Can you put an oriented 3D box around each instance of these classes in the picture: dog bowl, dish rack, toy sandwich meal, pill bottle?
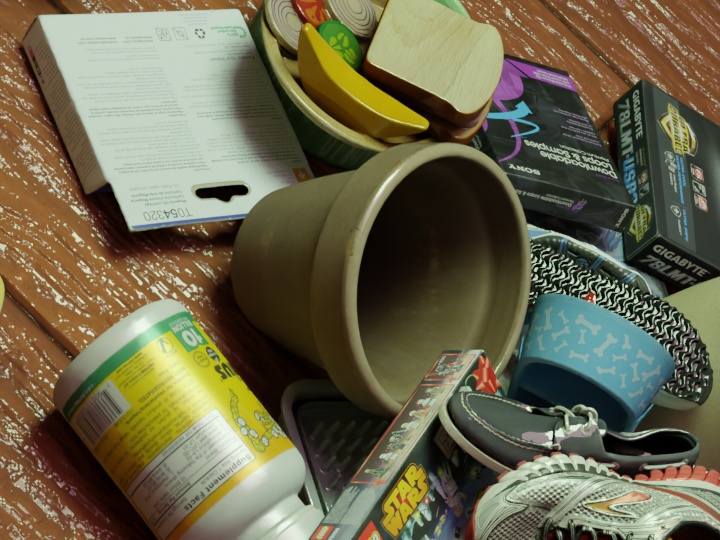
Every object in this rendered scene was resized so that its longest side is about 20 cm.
[{"bbox_3d":[0.161,0.082,1.482,0.111,0.200,0.050,28,71,7],"label":"dog bowl"},{"bbox_3d":[0.024,0.175,1.493,0.170,0.044,0.201,2,56,-35],"label":"dish rack"},{"bbox_3d":[0.018,-0.173,1.603,0.204,0.070,0.207,19,48,-23],"label":"toy sandwich meal"},{"bbox_3d":[-0.108,0.128,1.380,0.200,0.113,0.112,51,43,10],"label":"pill bottle"}]

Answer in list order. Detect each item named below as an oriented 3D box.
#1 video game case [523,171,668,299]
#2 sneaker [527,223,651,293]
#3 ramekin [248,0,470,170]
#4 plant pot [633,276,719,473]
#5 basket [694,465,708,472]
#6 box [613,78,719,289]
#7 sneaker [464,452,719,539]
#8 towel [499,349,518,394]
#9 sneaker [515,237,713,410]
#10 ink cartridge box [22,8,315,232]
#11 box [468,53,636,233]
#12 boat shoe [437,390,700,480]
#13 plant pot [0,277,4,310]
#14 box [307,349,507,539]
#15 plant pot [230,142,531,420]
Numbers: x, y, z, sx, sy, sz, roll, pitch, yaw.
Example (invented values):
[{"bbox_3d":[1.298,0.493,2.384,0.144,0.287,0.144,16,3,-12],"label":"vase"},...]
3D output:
[{"bbox_3d":[0.177,-0.022,1.780,0.198,0.026,0.182,9,52,-32],"label":"video game case"},{"bbox_3d":[0.145,-0.007,1.644,0.198,0.076,0.077,19,24,20],"label":"sneaker"},{"bbox_3d":[-0.003,-0.181,1.721,0.199,0.098,0.201,20,46,-23],"label":"ramekin"},{"bbox_3d":[0.274,0.090,1.633,0.186,0.200,0.189,19,47,-22],"label":"plant pot"},{"bbox_3d":[0.222,0.260,1.442,0.197,0.162,0.199,26,35,28],"label":"basket"},{"bbox_3d":[0.325,-0.055,1.883,0.197,0.050,0.201,26,43,-25],"label":"box"},{"bbox_3d":[0.166,0.172,1.342,0.198,0.078,0.082,0,32,-12],"label":"sneaker"},{"bbox_3d":[0.114,0.109,1.588,0.132,0.034,0.201,14,46,-59],"label":"towel"},{"bbox_3d":[0.178,0.053,1.574,0.199,0.094,0.071,29,61,8],"label":"sneaker"},{"bbox_3d":[-0.145,-0.114,1.603,0.195,0.043,0.201,-7,64,-39],"label":"ink cartridge box"},{"bbox_3d":[0.150,-0.122,1.800,0.142,0.036,0.201,12,38,-28],"label":"box"},{"bbox_3d":[0.145,0.111,1.391,0.199,0.063,0.073,20,29,-25],"label":"boat shoe"},{"bbox_3d":[-0.332,-0.001,1.271,0.189,0.200,0.202,40,40,-24],"label":"plant pot"},{"bbox_3d":[0.052,0.170,1.401,0.200,0.040,0.138,-52,125,-38],"label":"box"},{"bbox_3d":[0.000,0.000,1.497,0.199,0.174,0.203,-10,105,-45],"label":"plant pot"}]
